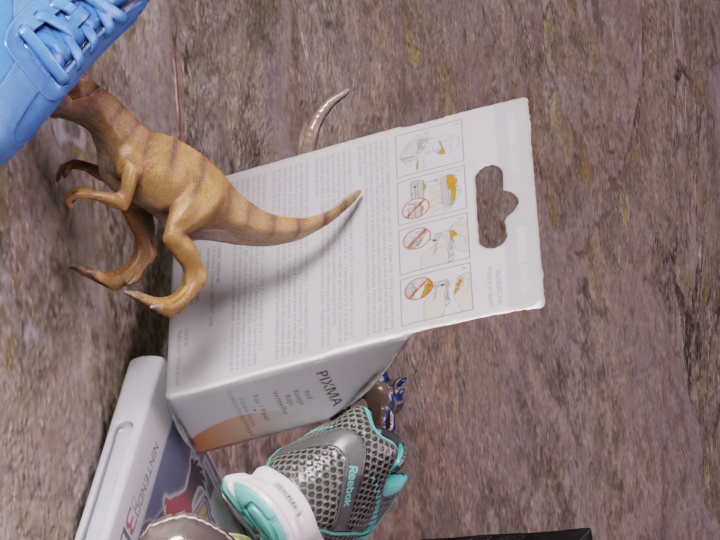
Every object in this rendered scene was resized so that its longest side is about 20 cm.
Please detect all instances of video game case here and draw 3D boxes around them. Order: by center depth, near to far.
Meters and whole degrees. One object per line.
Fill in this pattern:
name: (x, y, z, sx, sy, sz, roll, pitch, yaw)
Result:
video game case: (-0.093, 0.176, 1.399, 0.183, 0.023, 0.201, -76, 153, -45)

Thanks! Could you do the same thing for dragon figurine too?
dragon figurine: (-0.014, -0.001, 1.634, 0.099, 0.058, 0.201, 7, 78, -71)

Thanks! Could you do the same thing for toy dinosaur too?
toy dinosaur: (-0.082, -0.030, 1.344, 0.199, 0.060, 0.107, 30, 85, -33)

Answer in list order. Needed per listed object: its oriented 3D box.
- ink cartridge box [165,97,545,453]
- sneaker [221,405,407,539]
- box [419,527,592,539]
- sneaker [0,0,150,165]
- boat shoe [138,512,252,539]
ink cartridge box: (0.000, 0.000, 1.421, 0.163, 0.199, 0.050, -91, 164, -47)
sneaker: (-0.012, 0.120, 1.415, 0.078, 0.091, 0.200, 50, -7, 9)
box: (0.085, 0.276, 1.735, 0.148, 0.124, 0.201, -27, 110, -71)
sneaker: (-0.139, -0.119, 1.265, 0.066, 0.078, 0.201, 60, 28, -27)
boat shoe: (-0.066, 0.165, 1.346, 0.200, 0.071, 0.060, 62, 22, -53)
